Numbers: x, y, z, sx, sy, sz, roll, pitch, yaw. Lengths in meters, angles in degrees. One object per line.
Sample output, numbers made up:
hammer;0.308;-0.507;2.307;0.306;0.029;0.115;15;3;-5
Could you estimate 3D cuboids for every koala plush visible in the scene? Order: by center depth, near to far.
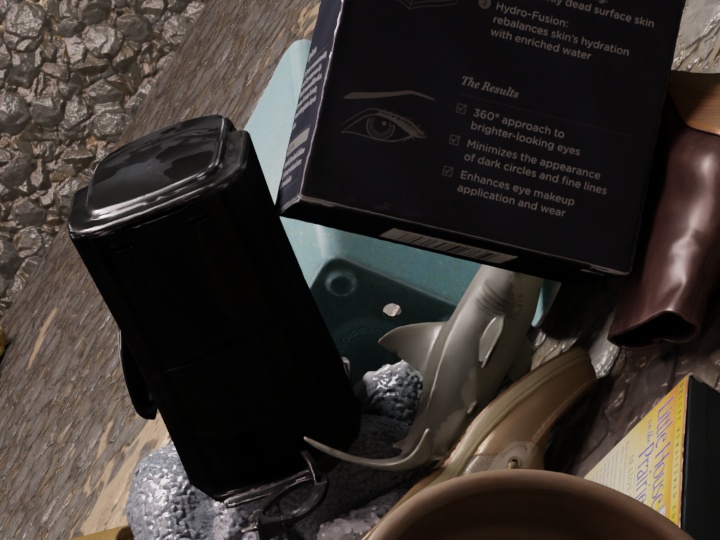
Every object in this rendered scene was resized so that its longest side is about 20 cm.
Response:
koala plush;-0.028;0.154;1.640;0.200;0.184;0.178;-31;28;36

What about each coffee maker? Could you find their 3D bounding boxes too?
coffee maker;-0.080;0.026;1.552;0.134;0.200;0.192;-30;25;-13

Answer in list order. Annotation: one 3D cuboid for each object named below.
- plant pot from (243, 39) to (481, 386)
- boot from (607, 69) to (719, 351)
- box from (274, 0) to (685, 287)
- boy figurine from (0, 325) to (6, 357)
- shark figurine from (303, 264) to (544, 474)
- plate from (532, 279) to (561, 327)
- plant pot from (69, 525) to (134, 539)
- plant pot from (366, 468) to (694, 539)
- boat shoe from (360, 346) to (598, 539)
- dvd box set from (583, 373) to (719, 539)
plant pot;0.000;0.000;1.754;0.197;0.195;0.200;-59;18;27
boot;0.175;-0.033;1.501;0.167;0.072;0.200;-63;14;-14
box;0.070;-0.109;1.497;0.117;0.196;0.201;159;124;-80
boy figurine;-0.521;0.116;3.502;0.125;0.064;0.200;-56;18;21
shark figurine;0.041;0.065;1.582;0.215;0.089;0.128;-55;-24;-33
plate;0.133;-0.062;1.663;0.200;0.025;0.201;-163;90;-89
plant pot;-0.234;0.293;2.029;0.200;0.186;0.187;-37;22;20
plant pot;0.070;0.219;1.179;0.175;0.200;0.201;109;179;-49
boat shoe;0.077;0.129;1.519;0.200;0.065;0.072;-44;-12;-17
dvd box set;0.121;0.164;1.361;0.200;0.029;0.147;-50;17;33
